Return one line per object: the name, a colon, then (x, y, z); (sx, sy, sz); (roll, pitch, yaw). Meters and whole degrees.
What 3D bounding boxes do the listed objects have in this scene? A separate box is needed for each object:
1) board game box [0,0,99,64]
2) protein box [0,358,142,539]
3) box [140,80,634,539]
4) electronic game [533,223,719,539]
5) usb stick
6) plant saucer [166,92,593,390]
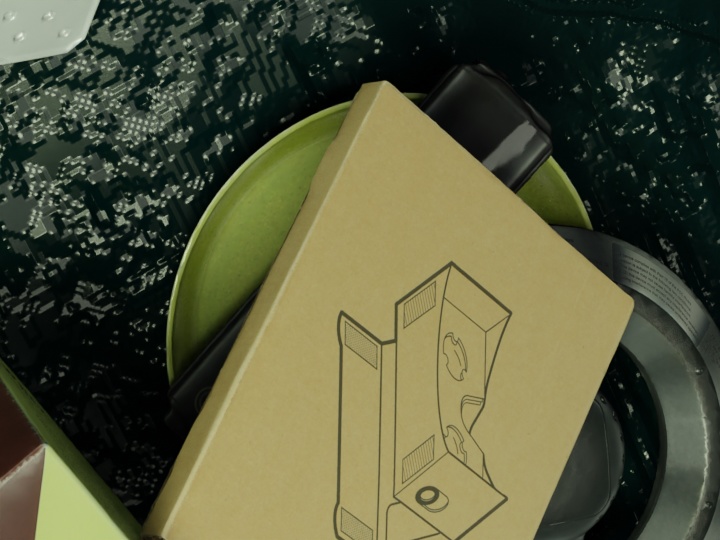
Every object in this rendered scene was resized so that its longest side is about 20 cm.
board game box: (-0.159, -0.143, 0.847); (0.199, 0.026, 0.201); (-14, 146, -37)
protein box: (-0.134, 0.147, 0.928); (0.135, 0.200, 0.199); (-40, 114, -6)
box: (0.018, 0.055, 0.940); (0.163, 0.021, 0.201); (39, 66, -31)
electronic game: (0.075, 0.080, 1.042); (0.198, 0.042, 0.202); (-3, 98, -18)
usb stick: (0.000, 0.000, 0.992); (0.055, 0.033, 0.200); (41, 88, -1)
plant saucer: (0.008, 0.020, 1.040); (0.198, 0.031, 0.202); (-6, 108, -19)
